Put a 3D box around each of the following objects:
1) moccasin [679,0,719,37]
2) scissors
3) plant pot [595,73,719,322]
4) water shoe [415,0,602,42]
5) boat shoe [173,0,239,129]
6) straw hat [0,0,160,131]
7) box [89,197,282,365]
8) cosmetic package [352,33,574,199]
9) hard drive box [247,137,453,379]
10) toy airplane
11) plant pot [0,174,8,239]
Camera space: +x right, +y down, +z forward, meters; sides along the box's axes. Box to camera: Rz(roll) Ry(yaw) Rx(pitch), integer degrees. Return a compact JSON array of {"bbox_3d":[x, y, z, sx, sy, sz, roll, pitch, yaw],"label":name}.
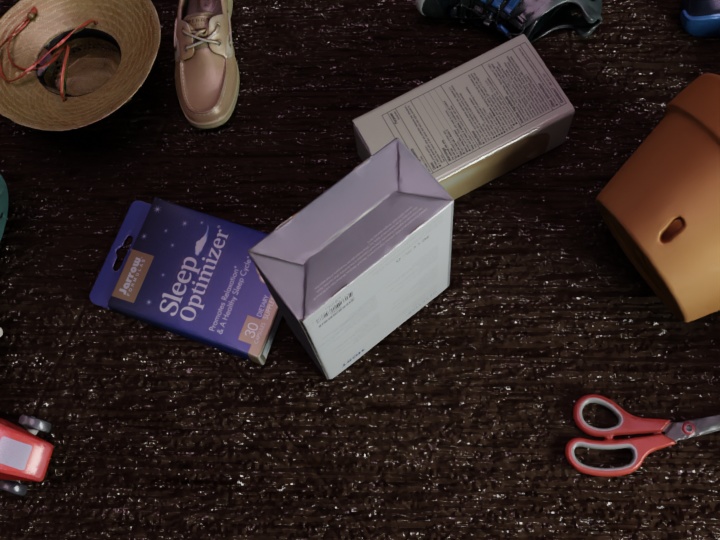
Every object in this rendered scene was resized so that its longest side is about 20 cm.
[{"bbox_3d":[0.433,-0.284,0.888,0.197,0.080,0.069,3,82,4],"label":"moccasin"},{"bbox_3d":[0.285,0.152,0.786,0.197,0.014,0.074,2,68,4],"label":"scissors"},{"bbox_3d":[0.304,-0.051,0.771,0.139,0.200,0.201,-35,71,9],"label":"plant pot"},{"bbox_3d":[0.158,-0.280,0.917,0.197,0.072,0.080,-5,72,3],"label":"water shoe"},{"bbox_3d":[-0.172,-0.251,0.937,0.070,0.065,0.203,-7,70,2],"label":"boat shoe"},{"bbox_3d":[-0.290,-0.211,0.923,0.198,0.085,0.204,-4,67,9],"label":"straw hat"},{"bbox_3d":[-0.167,0.004,0.865,0.197,0.032,0.123,17,73,11],"label":"box"},{"bbox_3d":[0.101,-0.139,0.871,0.198,0.071,0.106,-26,71,-5],"label":"cosmetic package"},{"bbox_3d":[0.000,0.000,0.763,0.155,0.200,0.077,-37,71,-9],"label":"hard drive box"},{"bbox_3d":[-0.396,0.137,0.778,0.197,0.141,0.202,-29,71,-5],"label":"toy airplane"},{"bbox_3d":[-0.440,-0.059,0.829,0.159,0.201,0.203,19,73,0],"label":"plant pot"}]
